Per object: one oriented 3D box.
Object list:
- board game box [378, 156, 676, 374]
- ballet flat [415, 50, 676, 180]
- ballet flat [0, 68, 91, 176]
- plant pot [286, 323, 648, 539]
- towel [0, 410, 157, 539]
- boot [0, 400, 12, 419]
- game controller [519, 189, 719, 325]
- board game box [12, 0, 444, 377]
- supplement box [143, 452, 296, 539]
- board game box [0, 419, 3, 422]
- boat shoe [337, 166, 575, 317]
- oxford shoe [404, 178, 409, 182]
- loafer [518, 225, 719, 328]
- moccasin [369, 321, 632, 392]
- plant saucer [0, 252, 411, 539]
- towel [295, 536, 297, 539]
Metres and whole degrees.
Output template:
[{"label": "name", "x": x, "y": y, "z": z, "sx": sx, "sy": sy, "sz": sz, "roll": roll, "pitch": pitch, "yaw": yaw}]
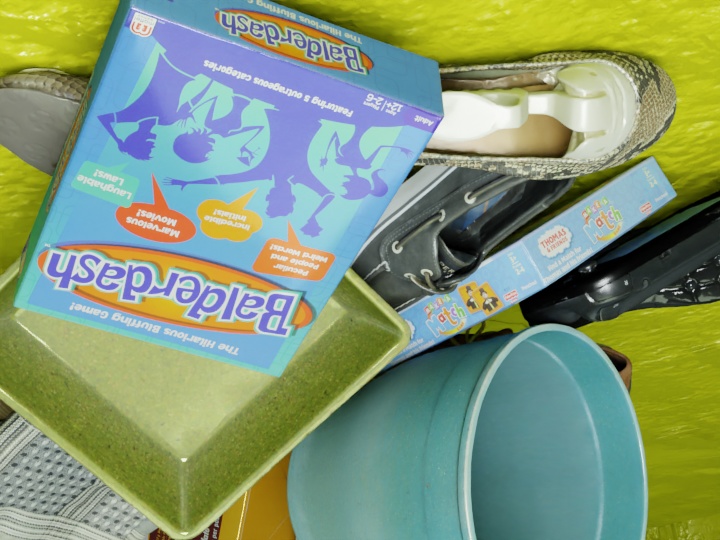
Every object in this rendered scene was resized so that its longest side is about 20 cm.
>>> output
[{"label": "board game box", "x": 0.098, "y": 0.001, "z": 0.892, "sx": 0.151, "sy": 0.037, "sz": 0.200, "roll": -30, "pitch": 179, "yaw": -40}, {"label": "ballet flat", "x": 0.080, "y": -0.080, "z": 0.689, "sx": 0.198, "sy": 0.069, "sz": 0.075, "roll": -3, "pitch": -175, "yaw": -7}, {"label": "ballet flat", "x": -0.095, "y": -0.068, "z": 0.686, "sx": 0.198, "sy": 0.047, "sz": 0.067, "roll": 13, "pitch": 147, "yaw": -15}, {"label": "plant pot", "x": 0.058, "y": 0.143, "z": 0.872, "sx": 0.187, "sy": 0.203, "sz": 0.199, "roll": -8, "pitch": 165, "yaw": 42}, {"label": "towel", "x": -0.198, "y": 0.155, "z": 0.954, "sx": 0.192, "sy": 0.035, "sz": 0.200, "roll": -43, "pitch": 142, "yaw": 12}, {"label": "boot", "x": -0.245, "y": 0.048, "z": 0.960, "sx": 0.153, "sy": 0.074, "sz": 0.200, "roll": -17, "pitch": 160, "yaw": 7}, {"label": "game controller", "x": 0.196, "y": -0.017, "z": 0.869, "sx": 0.199, "sy": 0.042, "sz": 0.104, "roll": -27, "pitch": -171, "yaw": -29}, {"label": "board game box", "x": -0.070, "y": -0.040, "z": 0.646, "sx": 0.151, "sy": 0.045, "sz": 0.201, "roll": 16, "pitch": 133, "yaw": -19}, {"label": "supplement box", "x": -0.113, "y": 0.183, "z": 1.164, "sx": 0.198, "sy": 0.134, "sz": 0.196, "roll": 9, "pitch": 177, "yaw": 37}, {"label": "board game box", "x": -0.306, "y": 0.197, "z": 1.107, "sx": 0.102, "sy": 0.202, "sz": 0.105, "roll": -5, "pitch": 144, "yaw": -8}, {"label": "boat shoe", "x": 0.048, "y": -0.021, "z": 0.785, "sx": 0.068, "sy": 0.057, "sz": 0.200, "roll": 17, "pitch": 130, "yaw": -41}, {"label": "oxford shoe", "x": 0.000, "y": 0.000, "z": 0.887, "sx": 0.070, "sy": 0.076, "sz": 0.200, "roll": 1, "pitch": 158, "yaw": -15}, {"label": "loafer", "x": 0.215, "y": -0.004, "z": 0.994, "sx": 0.198, "sy": 0.069, "sz": 0.070, "roll": -15, "pitch": -166, "yaw": 13}, {"label": "moccasin", "x": 0.100, "y": 0.075, "z": 0.978, "sx": 0.199, "sy": 0.074, "sz": 0.078, "roll": 9, "pitch": 143, "yaw": 10}, {"label": "plant saucer", "x": -0.106, "y": 0.031, "z": 0.778, "sx": 0.199, "sy": 0.048, "sz": 0.200, "roll": -42, "pitch": 111, "yaw": 10}, {"label": "towel", "x": 0.030, "y": 0.162, "z": 1.063, "sx": 0.199, "sy": 0.048, "sz": 0.172, "roll": -28, "pitch": 145, "yaw": -30}]
